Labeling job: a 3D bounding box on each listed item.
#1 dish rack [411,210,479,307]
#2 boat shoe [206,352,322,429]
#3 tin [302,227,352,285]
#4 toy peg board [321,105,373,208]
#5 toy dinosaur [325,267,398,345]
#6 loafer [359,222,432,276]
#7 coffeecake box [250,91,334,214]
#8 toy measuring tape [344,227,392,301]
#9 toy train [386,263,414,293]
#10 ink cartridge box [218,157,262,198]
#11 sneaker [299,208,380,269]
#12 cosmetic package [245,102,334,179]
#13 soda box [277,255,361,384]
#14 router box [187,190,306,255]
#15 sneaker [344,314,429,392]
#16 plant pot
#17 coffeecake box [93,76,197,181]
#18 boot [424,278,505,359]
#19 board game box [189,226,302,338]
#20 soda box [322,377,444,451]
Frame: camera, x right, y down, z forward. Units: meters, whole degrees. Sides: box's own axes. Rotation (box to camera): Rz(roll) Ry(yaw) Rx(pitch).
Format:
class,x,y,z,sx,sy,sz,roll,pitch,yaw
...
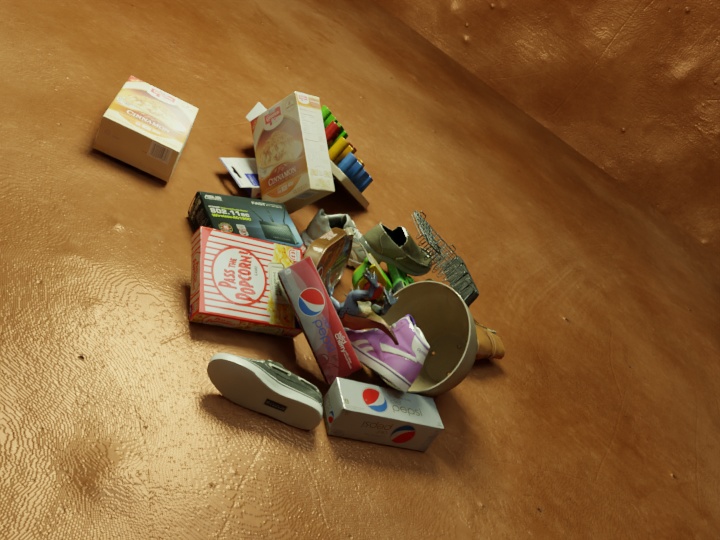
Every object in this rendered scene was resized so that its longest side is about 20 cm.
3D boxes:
class,x,y,z,sx,sy,sz,roll,pitch,yaw
dish rack,0.164,-0.027,1.565,0.200,0.054,0.155,44,15,-30
boat shoe,-0.144,0.174,1.164,0.198,0.071,0.064,32,30,-20
tin,-0.067,-0.013,1.444,0.041,0.115,0.200,16,21,15
toy peg board,-0.046,-0.270,1.753,0.199,0.098,0.200,46,3,21
toy dinosaur,-0.032,0.070,1.312,0.104,0.180,0.203,36,32,-30
loafer,0.088,-0.046,1.592,0.197,0.070,0.076,16,33,-42
coffeecake box,-0.142,-0.236,1.564,0.072,0.151,0.206,2,73,-46
toy measuring tape,0.000,0.000,1.496,0.201,0.072,0.074,53,12,-42
toy train,0.090,0.036,1.595,0.056,0.042,0.202,28,28,-38
ink cartridge box,-0.212,-0.200,1.644,0.197,0.037,0.095,-5,49,-51
sneaker,-0.023,-0.067,1.585,0.196,0.093,0.077,15,34,-31
cosmetic package,-0.156,-0.275,1.722,0.200,0.052,0.151,45,1,16
soda box,-0.069,0.084,1.264,0.204,0.062,0.070,64,-9,3
router box,-0.210,-0.067,1.433,0.196,0.063,0.151,6,41,-39
sneaker,0.042,0.120,1.320,0.198,0.116,0.072,27,-8,43
plant pot,0.132,0.140,1.385,0.134,0.199,0.202,39,16,-51
coffeecake box,-0.418,-0.283,1.507,0.150,0.074,0.202,24,32,-15
boot,0.213,0.105,1.598,0.153,0.078,0.201,14,29,-39
board game box,-0.190,0.023,1.293,0.196,0.046,0.156,12,61,-32
soda box,0.036,0.238,1.250,0.196,0.064,0.069,17,33,-28
